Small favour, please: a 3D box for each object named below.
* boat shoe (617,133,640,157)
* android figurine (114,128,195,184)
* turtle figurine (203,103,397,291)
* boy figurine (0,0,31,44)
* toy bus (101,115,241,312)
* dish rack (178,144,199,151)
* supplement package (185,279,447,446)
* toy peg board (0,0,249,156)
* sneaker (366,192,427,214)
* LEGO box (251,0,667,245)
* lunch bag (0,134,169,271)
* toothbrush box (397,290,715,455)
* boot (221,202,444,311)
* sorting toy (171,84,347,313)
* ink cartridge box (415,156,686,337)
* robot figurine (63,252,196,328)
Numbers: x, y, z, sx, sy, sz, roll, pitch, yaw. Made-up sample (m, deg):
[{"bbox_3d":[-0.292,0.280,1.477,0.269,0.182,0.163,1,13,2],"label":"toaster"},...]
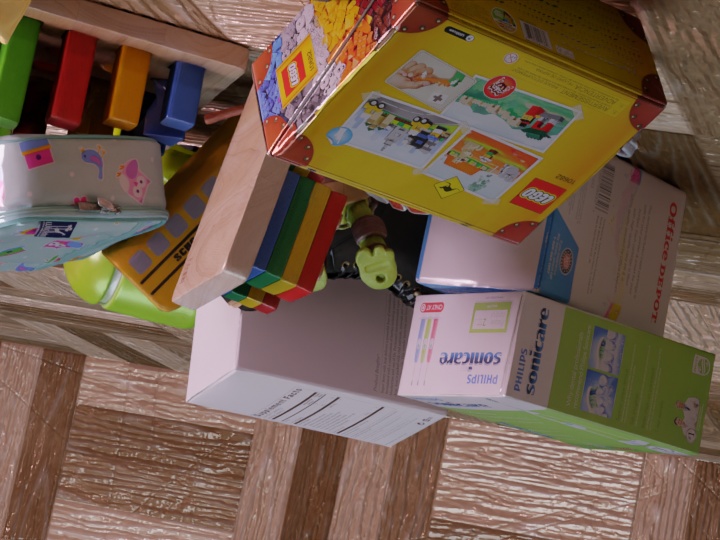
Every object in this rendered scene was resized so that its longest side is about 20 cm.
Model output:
[{"bbox_3d":[0.093,-0.128,1.469,0.200,0.065,0.074,14,170,-16],"label":"boat shoe"},{"bbox_3d":[-0.147,-0.069,1.904,0.199,0.041,0.182,21,168,-6],"label":"android figurine"},{"bbox_3d":[-0.024,-0.056,1.697,0.198,0.162,0.065,9,135,-8],"label":"turtle figurine"},{"bbox_3d":[-0.314,-0.200,1.555,0.198,0.065,0.124,13,168,11],"label":"boy figurine"},{"bbox_3d":[-0.105,-0.057,1.777,0.078,0.200,0.065,45,175,-19],"label":"toy bus"},{"bbox_3d":[-0.074,-0.066,2.059,0.152,0.055,0.200,7,170,30],"label":"dish rack"},{"bbox_3d":[-0.034,0.064,1.951,0.199,0.122,0.120,14,158,-21],"label":"supplement package"},{"bbox_3d":[-0.214,-0.124,1.716,0.198,0.099,0.200,15,165,-18],"label":"toy peg board"},{"bbox_3d":[0.077,-0.096,1.606,0.199,0.082,0.077,-5,122,38],"label":"sneaker"},{"bbox_3d":[0.060,-0.111,1.365,0.199,0.078,0.149,19,134,-34],"label":"LEGO box"},{"bbox_3d":[-0.242,-0.048,1.706,0.159,0.078,0.199,3,169,-39],"label":"lunch bag"},{"bbox_3d":[0.153,0.081,1.772,0.199,0.087,0.145,16,170,-31],"label":"toothbrush box"},{"bbox_3d":[0.000,0.000,1.792,0.139,0.200,0.077,52,159,-11],"label":"boot"},{"bbox_3d":[-0.049,-0.068,1.559,0.069,0.200,0.200,22,169,-11],"label":"sorting toy"},{"bbox_3d":[0.161,-0.022,1.807,0.125,0.130,0.199,3,167,41],"label":"ink cartridge box"},{"bbox_3d":[-0.224,-0.007,2.390,0.198,0.117,0.175,15,174,-18],"label":"robot figurine"}]
